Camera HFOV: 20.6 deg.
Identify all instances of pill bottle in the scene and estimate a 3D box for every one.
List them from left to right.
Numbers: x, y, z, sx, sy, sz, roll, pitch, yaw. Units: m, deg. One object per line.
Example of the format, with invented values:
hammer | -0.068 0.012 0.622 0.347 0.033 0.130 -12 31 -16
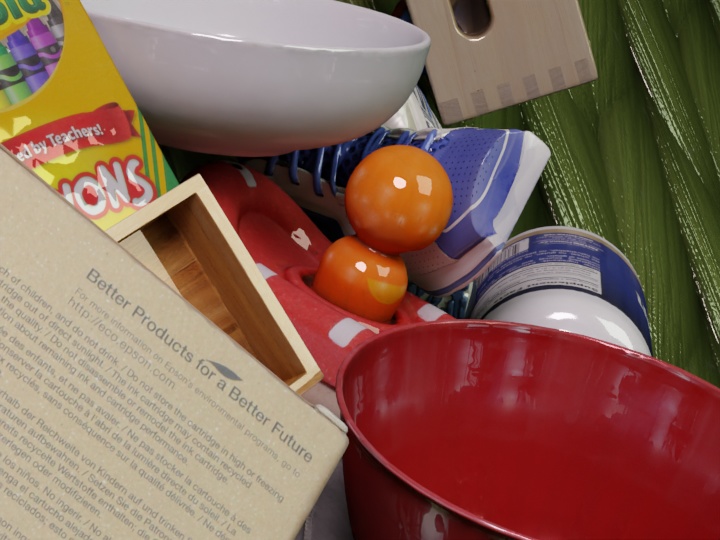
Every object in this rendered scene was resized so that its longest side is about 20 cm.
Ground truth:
pill bottle | 0.113 0.053 1.138 0.111 0.111 0.200 56 15 -12

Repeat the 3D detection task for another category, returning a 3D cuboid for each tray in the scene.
tray | -0.115 0.053 0.760 0.200 0.037 0.099 -35 95 -35

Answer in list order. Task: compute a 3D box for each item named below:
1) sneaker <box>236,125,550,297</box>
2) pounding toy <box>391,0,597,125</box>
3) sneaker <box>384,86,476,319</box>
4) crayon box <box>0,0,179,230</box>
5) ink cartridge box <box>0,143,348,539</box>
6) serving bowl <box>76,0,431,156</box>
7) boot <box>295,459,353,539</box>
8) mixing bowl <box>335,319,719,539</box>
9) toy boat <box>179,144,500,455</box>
sneaker | -0.002 -0.047 1.031 0.115 0.199 0.081 35 71 -22
pounding toy | 0.048 -0.207 1.264 0.184 0.142 0.201 -95 167 -78
sneaker | 0.034 -0.050 1.178 0.085 0.077 0.201 21 48 -59
crayon box | -0.155 -0.053 0.833 0.127 0.051 0.200 -30 92 -45
ink cartridge box | -0.126 0.067 0.682 0.200 0.075 0.165 41 57 -15
serving bowl | -0.068 -0.097 0.956 0.200 0.200 0.066 -24 125 -63
boot | -0.021 0.184 0.869 0.200 0.072 0.182 -104 -161 -75
mixing bowl | 0.075 0.111 0.811 0.199 0.109 0.200 12 22 -5
toy boat | 0.000 0.000 0.946 0.200 0.131 0.130 31 15 19
